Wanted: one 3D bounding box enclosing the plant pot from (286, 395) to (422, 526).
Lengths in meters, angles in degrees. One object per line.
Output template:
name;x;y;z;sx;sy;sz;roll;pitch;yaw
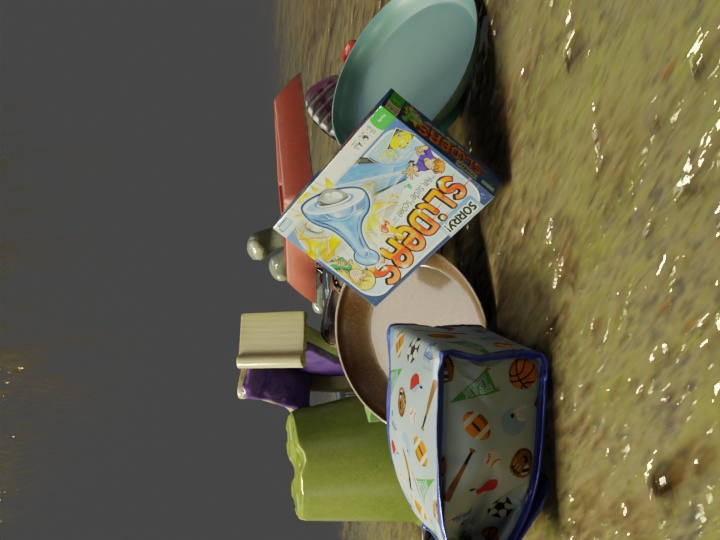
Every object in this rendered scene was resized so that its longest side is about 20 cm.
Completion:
plant pot;0.008;0.225;1.382;0.200;0.184;0.201;176;90;-81

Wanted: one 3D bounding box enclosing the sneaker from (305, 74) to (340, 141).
sneaker;0.016;-0.144;1.304;0.200;0.080;0.089;40;161;24

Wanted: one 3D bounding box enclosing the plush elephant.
plush elephant;-0.044;-0.010;1.727;0.155;0.200;0.165;58;175;18

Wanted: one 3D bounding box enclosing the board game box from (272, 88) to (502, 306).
board game box;0.022;-0.064;1.102;0.200;0.135;0.034;-45;12;41

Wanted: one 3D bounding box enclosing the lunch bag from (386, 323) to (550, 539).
lunch bag;0.094;0.157;1.040;0.170;0.123;0.201;-160;73;-77

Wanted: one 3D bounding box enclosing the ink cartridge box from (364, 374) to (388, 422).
ink cartridge box;0.044;0.083;1.346;0.200;0.103;0.059;-106;16;-49

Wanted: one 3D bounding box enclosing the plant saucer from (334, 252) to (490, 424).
plant saucer;0.060;0.069;1.193;0.200;0.037;0.201;8;102;39

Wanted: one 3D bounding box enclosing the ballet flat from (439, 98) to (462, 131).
ballet flat;0.020;-0.137;1.211;0.200;0.069;0.071;-44;48;22

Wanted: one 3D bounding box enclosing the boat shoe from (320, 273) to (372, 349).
boat shoe;0.000;0.000;1.264;0.070;0.070;0.200;39;113;35

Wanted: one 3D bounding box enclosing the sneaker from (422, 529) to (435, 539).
sneaker;0.103;0.255;1.248;0.083;0.071;0.201;52;-149;-70

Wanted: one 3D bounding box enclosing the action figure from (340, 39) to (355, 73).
action figure;0.013;-0.251;1.473;0.099;0.065;0.200;-50;22;33

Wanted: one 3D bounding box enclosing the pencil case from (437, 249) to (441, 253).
pencil case;0.013;-0.047;1.367;0.200;0.084;0.086;45;128;45

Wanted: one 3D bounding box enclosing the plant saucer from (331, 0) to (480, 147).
plant saucer;0.048;-0.196;1.137;0.200;0.027;0.201;-30;47;38

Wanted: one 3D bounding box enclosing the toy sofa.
toy sofa;-0.068;0.114;1.354;0.200;0.083;0.098;37;-127;-66

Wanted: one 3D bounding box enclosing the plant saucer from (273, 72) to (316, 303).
plant saucer;-0.078;-0.094;1.356;0.200;0.037;0.200;94;170;-54

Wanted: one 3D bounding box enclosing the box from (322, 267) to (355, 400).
box;0.011;0.055;1.520;0.149;0.107;0.201;-111;20;-61
